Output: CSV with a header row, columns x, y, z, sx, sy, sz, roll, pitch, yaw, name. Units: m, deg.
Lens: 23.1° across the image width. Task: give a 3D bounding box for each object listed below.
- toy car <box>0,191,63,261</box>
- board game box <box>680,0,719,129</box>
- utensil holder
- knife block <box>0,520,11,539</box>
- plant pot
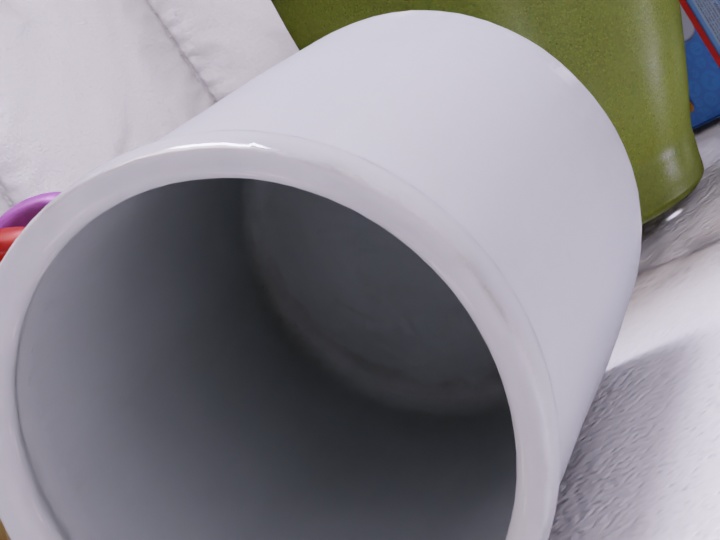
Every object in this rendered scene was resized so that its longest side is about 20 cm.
x,y,z,sx,sy,sz,roll,pitch,yaw,name
-0.177,0.033,0.989,0.173,0.152,0.200,13,20,8,toy car
0.122,-0.133,0.912,0.199,0.152,0.037,-26,11,42,board game box
-0.002,0.013,0.561,0.169,0.171,0.200,-30,9,26,utensil holder
-0.120,0.099,0.601,0.064,0.200,0.176,-18,35,29,knife block
0.064,-0.107,0.795,0.199,0.195,0.200,-22,9,4,plant pot
